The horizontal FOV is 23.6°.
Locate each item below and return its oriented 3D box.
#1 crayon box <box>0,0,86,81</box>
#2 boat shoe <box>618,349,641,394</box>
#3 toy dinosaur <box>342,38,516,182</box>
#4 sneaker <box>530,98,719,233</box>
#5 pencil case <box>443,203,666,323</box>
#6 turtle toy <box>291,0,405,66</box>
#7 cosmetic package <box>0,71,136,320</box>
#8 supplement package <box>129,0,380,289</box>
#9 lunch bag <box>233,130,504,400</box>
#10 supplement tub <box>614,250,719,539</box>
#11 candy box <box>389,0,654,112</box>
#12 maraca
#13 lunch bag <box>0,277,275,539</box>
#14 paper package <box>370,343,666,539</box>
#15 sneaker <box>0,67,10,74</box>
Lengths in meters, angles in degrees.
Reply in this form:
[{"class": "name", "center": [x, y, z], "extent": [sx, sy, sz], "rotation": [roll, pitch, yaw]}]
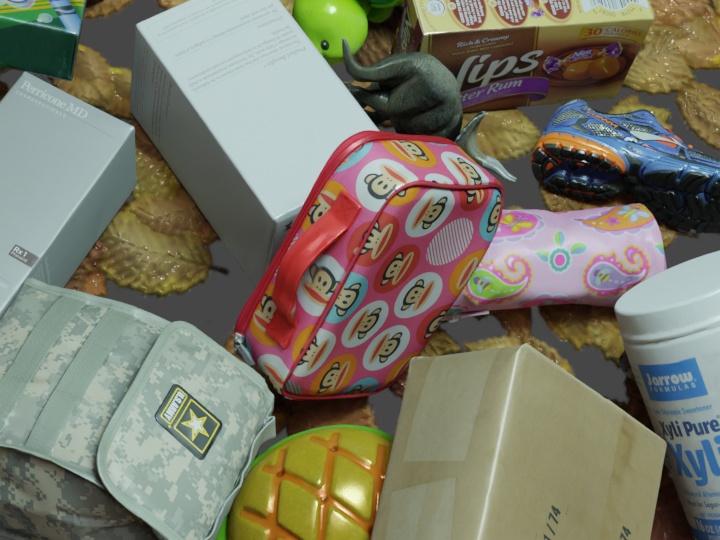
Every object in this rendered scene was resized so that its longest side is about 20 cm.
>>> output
[{"class": "crayon box", "center": [-0.309, -0.222, 1.322], "extent": [0.197, 0.052, 0.127], "rotation": [10, 45, -10]}, {"class": "boat shoe", "center": [0.297, 0.052, 1.346], "extent": [0.198, 0.076, 0.074], "rotation": [-28, 74, -14]}, {"class": "toy dinosaur", "center": [0.041, -0.135, 1.363], "extent": [0.101, 0.201, 0.078], "rotation": [-20, 43, 15]}, {"class": "sneaker", "center": [0.242, -0.094, 1.413], "extent": [0.198, 0.076, 0.079], "rotation": [17, 56, -2]}, {"class": "pencil case", "center": [0.135, -0.007, 1.339], "extent": [0.197, 0.088, 0.088], "rotation": [-4, 62, -12]}, {"class": "turtle toy", "center": [0.004, -0.265, 1.423], "extent": [0.145, 0.202, 0.101], "rotation": [27, 15, 33]}, {"class": "cosmetic package", "center": [-0.258, -0.037, 1.280], "extent": [0.106, 0.090, 0.201], "rotation": [25, 62, 8]}, {"class": "supplement package", "center": [-0.079, -0.107, 1.333], "extent": [0.116, 0.118, 0.201], "rotation": [-27, 68, -24]}, {"class": "lunch bag", "center": [0.000, 0.000, 1.217], "extent": [0.082, 0.201, 0.175], "rotation": [43, 25, 28]}, {"class": "supplement tub", "center": [0.273, 0.097, 1.234], "extent": [0.131, 0.132, 0.202], "rotation": [-26, 99, -23]}, {"class": "candy box", "center": [0.129, -0.187, 1.417], "extent": [0.197, 0.117, 0.057], "rotation": [-7, 62, -15]}, {"class": "maraca", "center": [-0.042, 0.183, 1.187], "extent": [0.198, 0.107, 0.138], "rotation": [-24, 61, -9]}, {"class": "lunch bag", "center": [-0.168, 0.112, 1.162], "extent": [0.198, 0.119, 0.165], "rotation": [15, 42, 10]}, {"class": "paper package", "center": [0.104, 0.177, 1.158], "extent": [0.190, 0.103, 0.202], "rotation": [34, 59, -38]}, {"class": "sneaker", "center": [-0.360, -0.182, 1.356], "extent": [0.200, 0.073, 0.114], "rotation": [-31, 67, -35]}]
